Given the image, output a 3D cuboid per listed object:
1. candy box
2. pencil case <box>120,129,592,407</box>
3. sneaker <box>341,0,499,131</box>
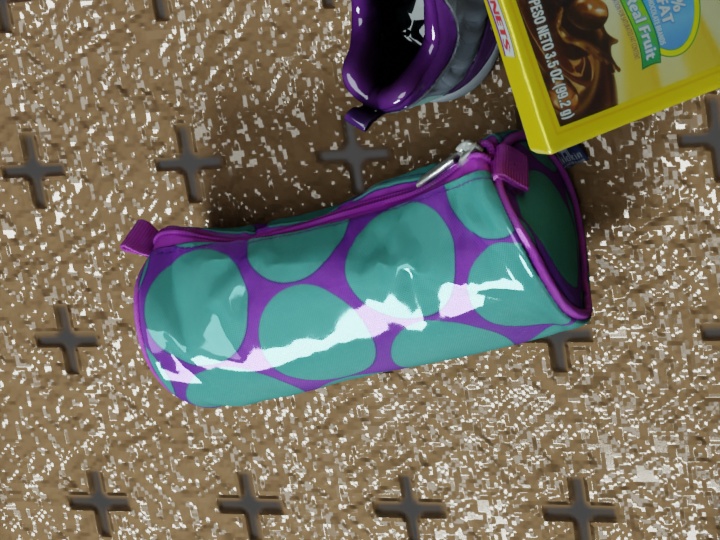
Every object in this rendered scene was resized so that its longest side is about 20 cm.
[{"bbox_3d":[0.084,-0.156,0.953,0.102,0.026,0.201,-22,102,-15],"label":"candy box"},{"bbox_3d":[0.000,0.000,1.049,0.199,0.085,0.093,-16,117,28],"label":"pencil case"},{"bbox_3d":[0.033,-0.154,0.974,0.074,0.087,0.201,14,114,20],"label":"sneaker"}]
